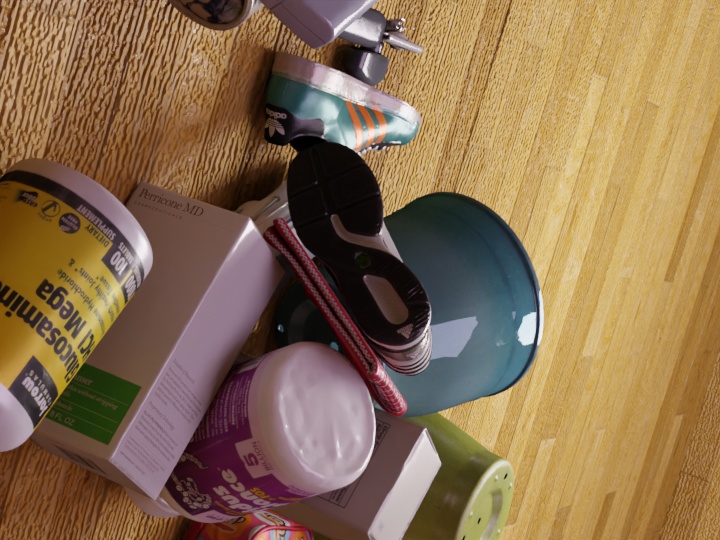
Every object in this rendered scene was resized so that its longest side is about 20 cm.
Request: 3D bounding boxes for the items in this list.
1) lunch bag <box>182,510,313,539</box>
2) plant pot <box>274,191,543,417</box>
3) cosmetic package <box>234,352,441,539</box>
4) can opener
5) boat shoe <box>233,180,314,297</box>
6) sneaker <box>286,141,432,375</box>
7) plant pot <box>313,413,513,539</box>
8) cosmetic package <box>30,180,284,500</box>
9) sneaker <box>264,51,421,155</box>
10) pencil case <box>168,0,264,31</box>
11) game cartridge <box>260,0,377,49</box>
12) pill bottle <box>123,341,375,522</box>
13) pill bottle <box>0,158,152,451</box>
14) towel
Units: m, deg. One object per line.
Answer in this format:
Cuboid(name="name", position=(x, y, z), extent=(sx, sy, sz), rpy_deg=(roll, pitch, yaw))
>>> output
Cuboid(name="lunch bag", position=(-0.113, 0.313, 1.384), extent=(0.176, 0.082, 0.201), rpy_deg=(24, 86, -65))
Cuboid(name="plant pot", position=(0.031, 0.046, 1.376), extent=(0.187, 0.199, 0.201), rpy_deg=(-19, 125, -44))
Cuboid(name="cosmetic package", position=(-0.044, 0.154, 1.273), extent=(0.106, 0.199, 0.071), rpy_deg=(-57, 151, -20))
Cuboid(name="can opener", position=(-0.008, -0.197, 1.273), extent=(0.200, 0.052, 0.067), rpy_deg=(12, 98, -64))
Cuboid(name="boat shoe", position=(-0.080, -0.024, 1.240), extent=(0.200, 0.067, 0.074), rpy_deg=(-37, 159, -48))
Cuboid(name="sneaker", position=(0.000, 0.000, 1.206), extent=(0.075, 0.201, 0.116), rpy_deg=(-23, 151, -5))
Cuboid(name="plant pot", position=(0.040, 0.215, 1.490), extent=(0.200, 0.192, 0.201), rpy_deg=(-42, 143, -44))
Cuboid(name="cosmetic package", position=(-0.153, 0.048, 1.095), extent=(0.201, 0.107, 0.085), rpy_deg=(-63, 152, -19))
Cuboid(name="sneaker", position=(-0.020, -0.124, 1.287), extent=(0.200, 0.071, 0.080), rpy_deg=(15, 95, -56))
Cuboid(name="pencil case", position=(-0.062, -0.244, 1.100), extent=(0.200, 0.078, 0.089), rpy_deg=(-44, 179, -43))
Cuboid(name="game cartridge", position=(-0.054, -0.258, 1.030), extent=(0.200, 0.041, 0.133), rpy_deg=(54, 45, -13))
Cuboid(name="pill bottle", position=(-0.093, 0.130, 1.154), extent=(0.112, 0.199, 0.113), rpy_deg=(22, 58, -40))
Cuboid(name="pill bottle", position=(-0.225, 0.037, 0.937), extent=(0.201, 0.112, 0.113), rpy_deg=(-57, 151, -26))
Cuboid(name="towel", position=(-0.016, 0.043, 1.184), extent=(0.022, 0.145, 0.200), rpy_deg=(-34, 165, -2))
